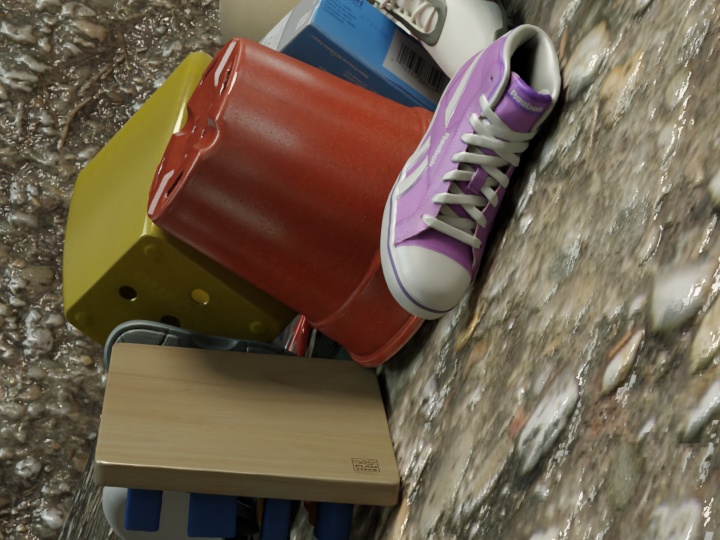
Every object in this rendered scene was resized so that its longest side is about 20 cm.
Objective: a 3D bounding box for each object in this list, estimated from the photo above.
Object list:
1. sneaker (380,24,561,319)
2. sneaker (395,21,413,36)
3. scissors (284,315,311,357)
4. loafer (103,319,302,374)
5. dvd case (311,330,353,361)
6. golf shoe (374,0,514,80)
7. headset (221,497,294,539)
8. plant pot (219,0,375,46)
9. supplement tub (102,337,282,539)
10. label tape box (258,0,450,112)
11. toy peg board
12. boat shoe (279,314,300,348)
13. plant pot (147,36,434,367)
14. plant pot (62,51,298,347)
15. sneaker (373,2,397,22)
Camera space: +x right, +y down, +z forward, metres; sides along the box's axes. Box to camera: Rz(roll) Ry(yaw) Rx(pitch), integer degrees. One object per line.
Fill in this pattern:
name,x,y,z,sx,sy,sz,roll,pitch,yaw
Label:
sneaker,0.075,-0.072,1.053,0.114,0.072,0.202,-37,33,63
sneaker,0.026,-0.180,1.403,0.075,0.089,0.201,-85,20,-54
scissors,-0.046,0.025,1.557,0.073,0.014,0.202,151,137,-75
loafer,-0.100,0.082,1.257,0.063,0.198,0.072,-143,73,-83
dvd case,0.000,0.000,1.377,0.146,0.022,0.201,123,162,-45
golf shoe,0.054,-0.199,1.255,0.078,0.087,0.201,-67,31,31
headset,-0.074,0.171,1.303,0.124,0.093,0.202,131,136,-62
plant pot,-0.016,-0.248,1.558,0.134,0.199,0.202,28,98,44
supplement tub,-0.144,0.145,1.460,0.145,0.144,0.201,125,160,-48
label tape box,-0.032,-0.139,1.360,0.200,0.143,0.066,-33,30,49
toy peg board,-0.084,0.140,1.141,0.199,0.198,0.099,-104,20,-69
boat shoe,-0.117,0.097,1.605,0.072,0.072,0.202,156,134,-73
plant pot,-0.039,-0.061,1.184,0.201,0.194,0.201,-55,19,28
plant pot,-0.133,-0.015,1.330,0.200,0.199,0.177,-39,23,38
sneaker,0.051,-0.272,1.430,0.078,0.099,0.201,-92,26,-63
